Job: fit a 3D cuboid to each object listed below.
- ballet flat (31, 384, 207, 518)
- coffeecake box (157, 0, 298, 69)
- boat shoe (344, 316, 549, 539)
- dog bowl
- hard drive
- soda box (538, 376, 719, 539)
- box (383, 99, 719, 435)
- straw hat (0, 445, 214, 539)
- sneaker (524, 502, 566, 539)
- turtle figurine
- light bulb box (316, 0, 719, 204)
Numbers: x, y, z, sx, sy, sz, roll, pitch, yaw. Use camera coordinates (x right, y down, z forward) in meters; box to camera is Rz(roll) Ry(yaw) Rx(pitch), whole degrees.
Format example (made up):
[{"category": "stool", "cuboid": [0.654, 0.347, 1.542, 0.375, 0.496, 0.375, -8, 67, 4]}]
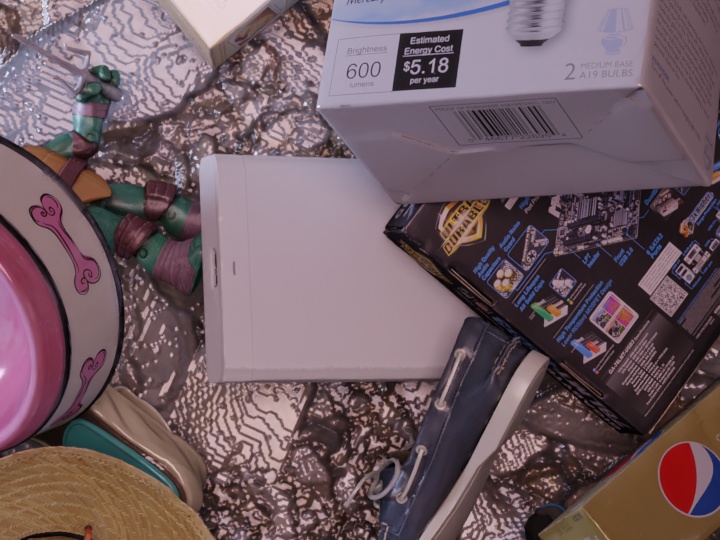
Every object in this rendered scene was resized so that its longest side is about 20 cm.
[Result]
[{"category": "ballet flat", "cuboid": [-0.172, 0.079, 1.695, 0.200, 0.069, 0.070, 40, 85, 1]}, {"category": "coffeecake box", "cuboid": [-0.062, -0.249, 1.718, 0.200, 0.073, 0.154, -39, 86, -4]}, {"category": "boat shoe", "cuboid": [0.040, 0.121, 1.673, 0.062, 0.075, 0.201, 32, 112, 11]}, {"category": "dog bowl", "cuboid": [-0.238, 0.021, 1.611, 0.199, 0.074, 0.201, 10, 119, 19]}, {"category": "hard drive", "cuboid": [0.000, 0.000, 1.675, 0.199, 0.026, 0.133, 1, 84, -30]}, {"category": "soda box", "cuboid": [0.202, 0.114, 1.659, 0.200, 0.068, 0.064, -38, 87, -28]}, {"category": "box", "cuboid": [0.149, -0.039, 1.686, 0.198, 0.050, 0.200, 39, 80, -12]}, {"category": "straw hat", "cuboid": [-0.181, 0.194, 1.669, 0.200, 0.085, 0.202, -2, 96, -14]}, {"category": "sneaker", "cuboid": [0.114, 0.240, 1.678, 0.082, 0.073, 0.201, -9, 84, -1]}, {"category": "turtle figurine", "cuboid": [-0.176, -0.058, 1.689, 0.199, 0.101, 0.150, 24, 44, -1]}, {"category": "light bulb box", "cuboid": [0.098, -0.156, 1.591, 0.197, 0.125, 0.201, -3, 64, 23]}]
